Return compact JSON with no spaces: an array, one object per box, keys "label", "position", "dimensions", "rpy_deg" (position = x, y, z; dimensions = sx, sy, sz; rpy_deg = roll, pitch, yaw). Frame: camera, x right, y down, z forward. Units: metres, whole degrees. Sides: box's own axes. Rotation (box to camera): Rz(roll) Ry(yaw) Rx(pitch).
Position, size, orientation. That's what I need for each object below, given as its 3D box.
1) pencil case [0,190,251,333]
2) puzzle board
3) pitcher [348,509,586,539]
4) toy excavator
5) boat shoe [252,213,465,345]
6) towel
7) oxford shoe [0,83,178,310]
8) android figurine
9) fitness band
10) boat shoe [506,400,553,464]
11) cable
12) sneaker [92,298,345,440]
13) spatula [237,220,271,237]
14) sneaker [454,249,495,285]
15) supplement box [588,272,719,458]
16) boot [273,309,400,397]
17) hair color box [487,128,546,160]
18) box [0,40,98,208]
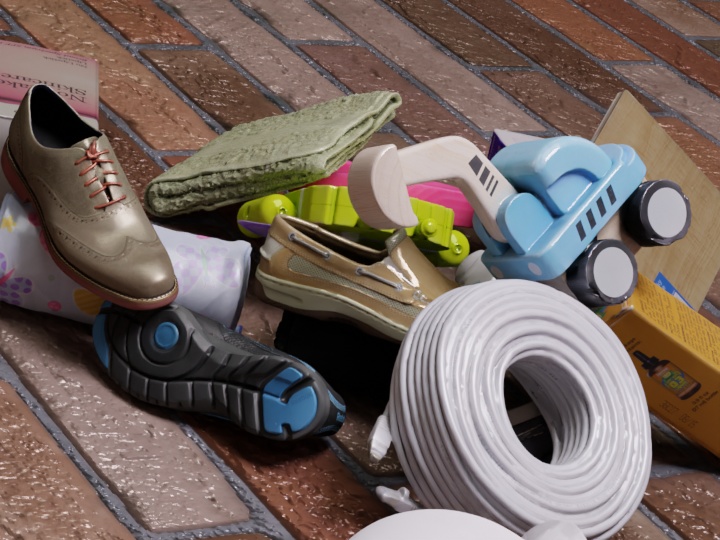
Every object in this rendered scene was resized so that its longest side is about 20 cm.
[{"label":"pencil case","position":[-0.179,-0.001,1.714],"dimensions":[0.199,0.083,0.091],"rpy_deg":[12,38,-6]},{"label":"puzzle board","position":[0.216,-0.027,1.806],"dimensions":[0.151,0.017,0.200],"rpy_deg":[46,50,-16]},{"label":"pitcher","position":[0.081,0.219,1.364],"dimensions":[0.200,0.121,0.172],"rpy_deg":[7,32,-47]},{"label":"toy excavator","position":[0.105,-0.051,1.625],"dimensions":[0.195,0.200,0.100],"rpy_deg":[-47,19,-24]},{"label":"boat shoe","position":[0.024,0.007,1.659],"dimensions":[0.199,0.076,0.072],"rpy_deg":[14,16,1]},{"label":"towel","position":[-0.073,-0.099,1.911],"dimensions":[0.199,0.037,0.148],"rpy_deg":[-12,19,35]},{"label":"oxford shoe","position":[-0.195,-0.053,1.645],"dimensions":[0.070,0.075,0.200],"rpy_deg":[-23,56,-34]},{"label":"android figurine","position":[-0.002,-0.034,1.841],"dimensions":[0.181,0.041,0.200],"rpy_deg":[11,-6,-22]},{"label":"fitness band","position":[0.023,-0.068,1.973],"dimensions":[0.143,0.038,0.200],"rpy_deg":[13,4,27]},{"label":"boat shoe","position":[0.158,0.122,1.705],"dimensions":[0.073,0.063,0.200],"rpy_deg":[-24,-9,34]},{"label":"cable","position":[0.110,0.099,1.566],"dimensions":[0.200,0.069,0.201],"rpy_deg":[30,54,-23]},{"label":"sneaker","position":[-0.102,0.075,1.639],"dimensions":[0.200,0.073,0.082],"rpy_deg":[25,0,24]},{"label":"spatula","position":[0.000,0.000,1.753],"dimensions":[0.200,0.021,0.057],"rpy_deg":[26,-5,19]},{"label":"sneaker","position":[0.160,0.059,1.777],"dimensions":[0.200,0.071,0.080],"rpy_deg":[26,26,-20]},{"label":"supplement box","position":[0.244,0.074,1.720],"dimensions":[0.200,0.067,0.069],"rpy_deg":[33,31,-27]},{"label":"boot","position":[0.014,0.071,1.688],"dimensions":[0.162,0.074,0.198],"rpy_deg":[19,17,3]},{"label":"hair color box","position":[0.170,-0.063,1.939],"dimensions":[0.109,0.065,0.200],"rpy_deg":[11,11,-7]},{"label":"box","position":[-0.277,-0.101,1.830],"dimensions":[0.127,0.109,0.200],"rpy_deg":[10,20,-11]}]
